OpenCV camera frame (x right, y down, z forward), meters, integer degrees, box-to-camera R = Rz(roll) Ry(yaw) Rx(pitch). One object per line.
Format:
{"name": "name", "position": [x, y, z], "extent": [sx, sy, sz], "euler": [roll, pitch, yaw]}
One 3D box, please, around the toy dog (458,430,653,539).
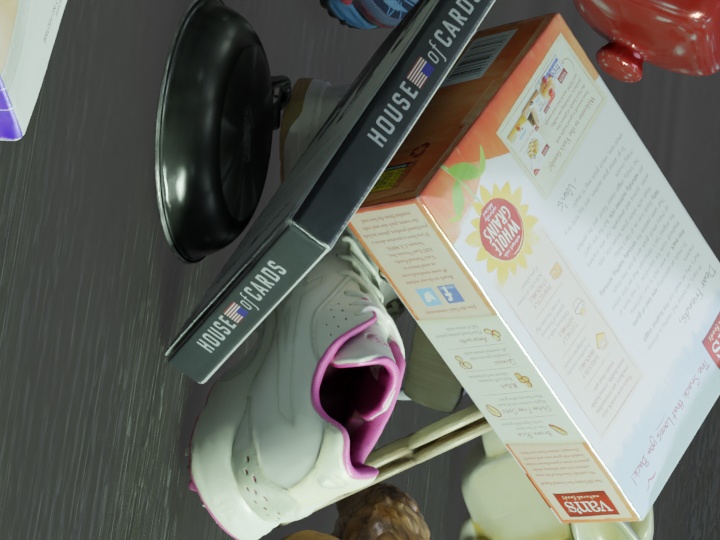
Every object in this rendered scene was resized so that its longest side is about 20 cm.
{"name": "toy dog", "position": [0.136, 0.155, 1.886], "extent": [0.194, 0.139, 0.200], "euler": [55, 22, -6]}

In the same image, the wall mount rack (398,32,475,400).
{"name": "wall mount rack", "position": [0.033, -0.032, 1.425], "extent": [0.201, 0.074, 0.175], "euler": [80, 9, -52]}

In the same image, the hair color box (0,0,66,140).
{"name": "hair color box", "position": [-0.125, -0.139, 0.684], "extent": [0.200, 0.064, 0.110], "euler": [75, 23, -53]}

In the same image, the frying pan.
{"name": "frying pan", "position": [-0.053, -0.052, 1.135], "extent": [0.190, 0.031, 0.116], "euler": [39, 58, -72]}

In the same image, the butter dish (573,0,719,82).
{"name": "butter dish", "position": [0.248, -0.228, 2.172], "extent": [0.148, 0.199, 0.199], "euler": [-61, 163, -7]}

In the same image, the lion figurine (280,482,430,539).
{"name": "lion figurine", "position": [-0.010, 0.164, 1.304], "extent": [0.200, 0.072, 0.123], "euler": [27, 60, -72]}

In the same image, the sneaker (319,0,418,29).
{"name": "sneaker", "position": [0.021, -0.189, 1.259], "extent": [0.201, 0.095, 0.080], "euler": [78, 21, -52]}

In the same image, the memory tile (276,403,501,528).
{"name": "memory tile", "position": [0.057, 0.076, 1.304], "extent": [0.200, 0.153, 0.017], "euler": [-19, 83, -49]}

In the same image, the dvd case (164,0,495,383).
{"name": "dvd case", "position": [-0.001, -0.056, 1.077], "extent": [0.200, 0.025, 0.150], "euler": [-58, -174, -32]}

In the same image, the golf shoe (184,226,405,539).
{"name": "golf shoe", "position": [-0.010, 0.032, 1.163], "extent": [0.075, 0.091, 0.201], "euler": [45, 44, -35]}

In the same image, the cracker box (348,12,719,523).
{"name": "cracker box", "position": [0.092, 0.001, 1.200], "extent": [0.200, 0.058, 0.134], "euler": [54, 52, -23]}

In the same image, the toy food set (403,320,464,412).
{"name": "toy food set", "position": [0.085, -0.011, 1.331], "extent": [0.200, 0.060, 0.144], "euler": [-16, 118, -70]}

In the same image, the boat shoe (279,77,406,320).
{"name": "boat shoe", "position": [0.000, 0.000, 1.287], "extent": [0.071, 0.069, 0.201], "euler": [-72, 163, -54]}
